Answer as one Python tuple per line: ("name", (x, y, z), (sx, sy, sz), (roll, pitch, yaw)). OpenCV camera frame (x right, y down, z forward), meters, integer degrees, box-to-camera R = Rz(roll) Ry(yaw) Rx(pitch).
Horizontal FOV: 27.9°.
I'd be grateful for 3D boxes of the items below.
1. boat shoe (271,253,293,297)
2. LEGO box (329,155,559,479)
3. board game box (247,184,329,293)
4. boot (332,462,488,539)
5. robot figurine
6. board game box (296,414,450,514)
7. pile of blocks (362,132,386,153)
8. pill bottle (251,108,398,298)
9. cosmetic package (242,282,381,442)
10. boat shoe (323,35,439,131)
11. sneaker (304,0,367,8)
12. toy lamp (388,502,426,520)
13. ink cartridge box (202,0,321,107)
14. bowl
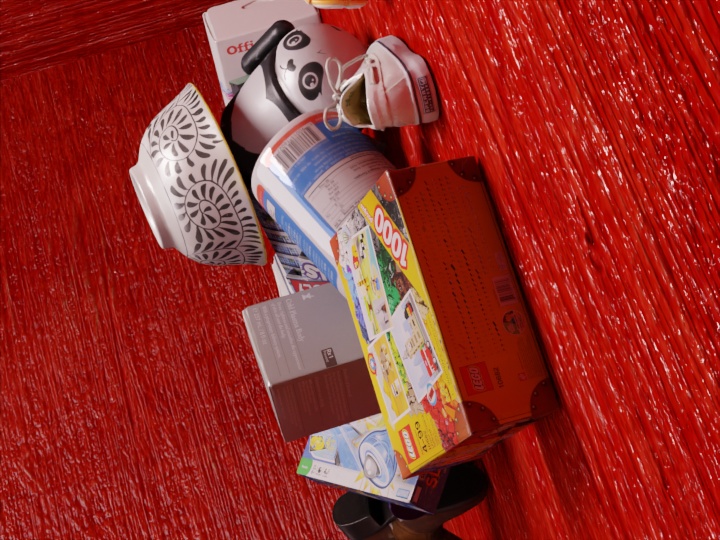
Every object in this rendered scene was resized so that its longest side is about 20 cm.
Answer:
("boat shoe", (-0.068, 0.076, 1.604), (0.072, 0.065, 0.202), (11, -121, -82))
("LEGO box", (0.058, 0.037, 1.093), (0.149, 0.076, 0.202), (132, 123, -63))
("board game box", (0.000, 0.000, 1.438), (0.062, 0.198, 0.201), (-56, -46, -39))
("boot", (0.094, 0.294, 1.597), (0.200, 0.187, 0.069), (46, -153, -39))
("robot figurine", (-0.066, -0.159, 1.472), (0.150, 0.200, 0.125), (38, -141, -11))
("board game box", (0.024, 0.153, 1.413), (0.199, 0.034, 0.137), (1, 67, 56))
("pile of blocks", (0.004, -0.075, 1.590), (0.062, 0.082, 0.201), (25, 153, 24))
("pill bottle", (0.003, -0.039, 1.264), (0.200, 0.112, 0.113), (48, 164, 25))
("cosmetic package", (0.006, 0.066, 1.310), (0.107, 0.198, 0.091), (-115, 8, -45))
("boat shoe", (0.006, -0.150, 1.244), (0.202, 0.085, 0.075), (-122, 16, -71))
("sneaker", (-0.032, -0.306, 1.314), (0.201, 0.077, 0.078), (-118, 26, -54))
("toy lamp", (0.025, 0.171, 1.485), (0.200, 0.058, 0.059), (-121, 15, -53))
("ink cartridge box", (-0.113, -0.256, 1.914), (0.084, 0.143, 0.202), (-114, 9, -50))
("bowl", (-0.177, -0.080, 1.487), (0.201, 0.093, 0.203), (156, 90, -80))
